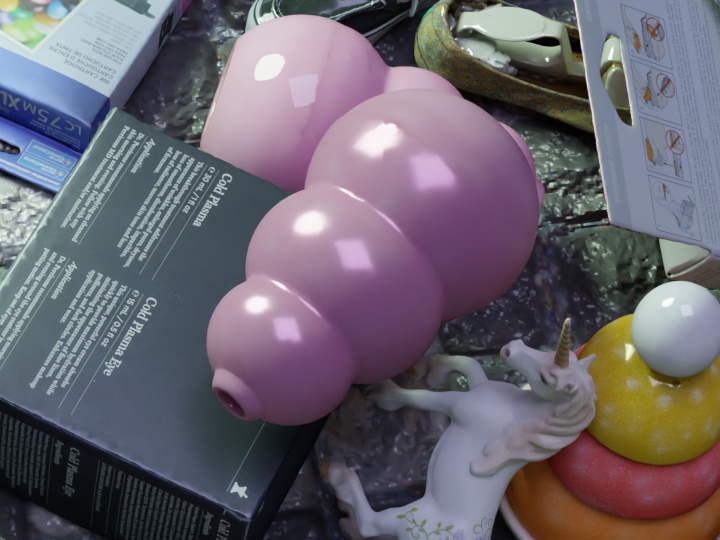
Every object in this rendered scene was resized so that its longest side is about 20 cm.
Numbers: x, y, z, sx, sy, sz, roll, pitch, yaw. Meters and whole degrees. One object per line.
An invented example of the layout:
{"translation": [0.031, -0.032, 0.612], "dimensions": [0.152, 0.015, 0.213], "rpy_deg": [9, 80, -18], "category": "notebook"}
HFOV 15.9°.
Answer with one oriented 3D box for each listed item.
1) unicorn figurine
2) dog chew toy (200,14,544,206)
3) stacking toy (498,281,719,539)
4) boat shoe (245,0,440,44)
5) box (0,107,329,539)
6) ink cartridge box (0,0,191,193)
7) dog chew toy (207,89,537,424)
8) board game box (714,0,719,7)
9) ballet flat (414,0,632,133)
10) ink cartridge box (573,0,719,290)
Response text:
{"translation": [0.054, 0.095, 1.379], "dimensions": [0.137, 0.200, 0.074], "rpy_deg": [24, 17, 36], "category": "unicorn figurine"}
{"translation": [0.011, -0.071, 1.501], "dimensions": [0.200, 0.125, 0.125], "rpy_deg": [19, 57, -6], "category": "dog chew toy"}
{"translation": [0.155, 0.073, 1.383], "dimensions": [0.146, 0.200, 0.146], "rpy_deg": [4, 59, -7], "category": "stacking toy"}
{"translation": [0.019, -0.189, 1.601], "dimensions": [0.199, 0.068, 0.074], "rpy_deg": [-20, 63, -20], "category": "boat shoe"}
{"translation": [-0.104, 0.045, 1.416], "dimensions": [0.182, 0.104, 0.200], "rpy_deg": [25, 58, 7], "category": "box"}
{"translation": [-0.185, -0.148, 1.562], "dimensions": [0.119, 0.042, 0.200], "rpy_deg": [24, 60, 7], "category": "ink cartridge box"}
{"translation": [0.000, 0.000, 1.327], "dimensions": [0.124, 0.125, 0.200], "rpy_deg": [38, 68, 14], "category": "dog chew toy"}
{"translation": [0.333, -0.160, 1.569], "dimensions": [0.200, 0.097, 0.160], "rpy_deg": [-10, 56, -48], "category": "board game box"}
{"translation": [0.132, -0.126, 1.582], "dimensions": [0.200, 0.071, 0.071], "rpy_deg": [15, 57, 0], "category": "ballet flat"}
{"translation": [0.181, -0.092, 1.520], "dimensions": [0.173, 0.044, 0.200], "rpy_deg": [12, 61, -38], "category": "ink cartridge box"}
